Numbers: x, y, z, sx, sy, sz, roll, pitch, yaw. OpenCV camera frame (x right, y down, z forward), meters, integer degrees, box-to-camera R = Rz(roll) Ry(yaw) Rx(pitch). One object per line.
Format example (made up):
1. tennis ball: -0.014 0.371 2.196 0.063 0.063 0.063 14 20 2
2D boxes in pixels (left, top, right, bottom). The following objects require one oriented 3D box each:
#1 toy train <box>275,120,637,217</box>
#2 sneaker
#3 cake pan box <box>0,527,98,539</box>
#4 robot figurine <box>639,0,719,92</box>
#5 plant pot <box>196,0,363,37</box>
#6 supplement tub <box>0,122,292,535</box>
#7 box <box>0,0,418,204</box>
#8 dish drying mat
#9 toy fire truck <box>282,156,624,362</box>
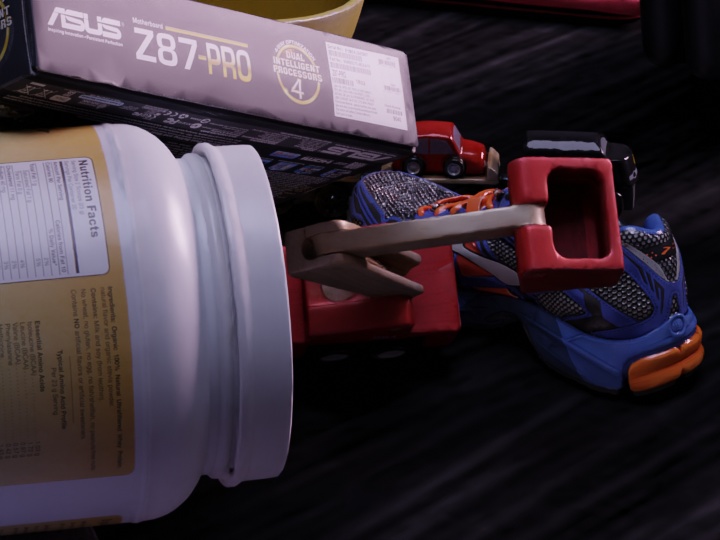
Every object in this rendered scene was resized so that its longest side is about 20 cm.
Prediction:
1. toy train: 0.035 -0.050 1.447 0.199 0.046 0.034 1 25 5
2. sneaker: 0.074 -0.014 1.330 0.200 0.079 0.075 21 32 39
3. cake pan box: -0.171 0.140 1.041 0.183 0.053 0.200 -10 26 -15
4. robot figurine: 0.244 -0.153 1.576 0.199 0.125 0.151 -14 58 -25
5. plant pot: -0.107 -0.082 1.387 0.199 0.143 0.200 10 21 -4
6. supplement tub: -0.132 0.023 1.065 0.199 0.145 0.144 -5 25 -12
7. box: -0.102 -0.057 1.156 0.200 0.049 0.161 8 -22 -45
8. dish drying mat: 0.077 -0.170 1.738 0.199 0.018 0.077 7 25 18
9. toy fire truck: 0.000 0.000 1.247 0.199 0.049 0.141 -4 -14 -8
